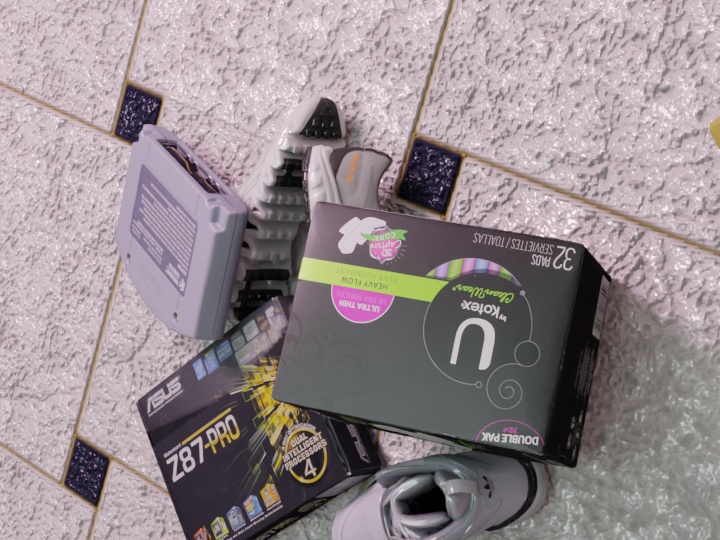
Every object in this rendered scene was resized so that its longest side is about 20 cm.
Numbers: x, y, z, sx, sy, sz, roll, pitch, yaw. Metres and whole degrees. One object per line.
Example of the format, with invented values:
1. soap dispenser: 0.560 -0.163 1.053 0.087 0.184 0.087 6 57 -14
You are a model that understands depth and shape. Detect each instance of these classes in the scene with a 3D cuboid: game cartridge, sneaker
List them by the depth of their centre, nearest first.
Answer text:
1. sneaker: 0.034 0.180 1.199 0.199 0.115 0.076 -24 75 34
2. sneaker: 0.000 0.000 1.256 0.079 0.074 0.202 -6 100 -3
3. sneaker: -0.078 -0.059 1.320 0.081 0.075 0.201 41 112 41
4. game cartridge: -0.155 -0.028 1.351 0.200 0.041 0.134 44 122 52

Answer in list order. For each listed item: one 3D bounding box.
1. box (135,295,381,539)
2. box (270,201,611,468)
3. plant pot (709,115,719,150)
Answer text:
1. box: -0.089 0.137 1.334 0.200 0.049 0.162 -35 68 35
2. box: 0.061 0.046 1.130 0.199 0.124 0.150 9 82 19
3. plant pot: 0.337 -0.055 0.935 0.200 0.200 0.190 -31 86 33
